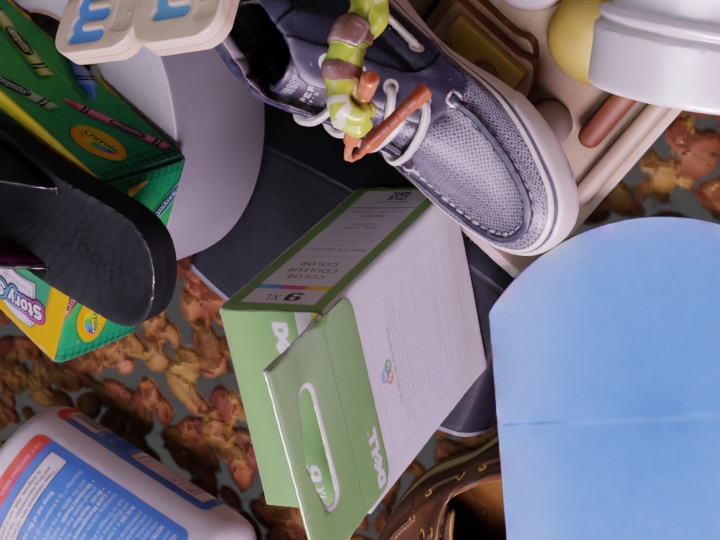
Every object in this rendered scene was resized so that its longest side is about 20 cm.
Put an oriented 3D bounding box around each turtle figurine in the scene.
[{"bbox_3d":[0.010,-0.153,0.695,0.064,0.161,0.201,22,86,14],"label":"turtle figurine"}]

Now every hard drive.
[{"bbox_3d":[0.000,0.000,0.929,0.199,0.042,0.135,31,127,14],"label":"hard drive"}]

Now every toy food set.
[{"bbox_3d":[0.082,-0.104,0.811,0.143,0.060,0.200,43,129,5],"label":"toy food set"}]

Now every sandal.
[{"bbox_3d":[-0.172,-0.029,0.814,0.200,0.048,0.076,22,121,34],"label":"sandal"}]

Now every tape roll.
[{"bbox_3d":[-0.144,-0.095,0.926,0.200,0.066,0.201,19,120,38],"label":"tape roll"}]

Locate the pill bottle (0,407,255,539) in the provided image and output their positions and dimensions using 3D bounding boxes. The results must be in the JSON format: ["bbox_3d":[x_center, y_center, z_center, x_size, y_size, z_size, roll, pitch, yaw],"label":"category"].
[{"bbox_3d":[-0.135,0.179,1.054,0.199,0.112,0.113,31,127,16],"label":"pill bottle"}]

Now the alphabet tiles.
[{"bbox_3d":[-0.080,-0.189,0.803,0.195,0.201,0.015,-2,155,34],"label":"alphabet tiles"}]

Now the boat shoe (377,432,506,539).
[{"bbox_3d":[0.061,0.143,0.951,0.072,0.068,0.200,47,129,2],"label":"boat shoe"}]

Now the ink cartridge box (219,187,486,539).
[{"bbox_3d":[-0.010,0.045,0.803,0.059,0.200,0.104,0,115,28],"label":"ink cartridge box"}]

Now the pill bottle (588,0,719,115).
[{"bbox_3d":[0.149,-0.167,0.670,0.119,0.120,0.201,14,106,25],"label":"pill bottle"}]

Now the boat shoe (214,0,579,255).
[{"bbox_3d":[0.007,-0.075,0.792,0.200,0.093,0.075,47,130,17],"label":"boat shoe"}]

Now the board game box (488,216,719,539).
[{"bbox_3d":[0.149,0.072,0.860,0.157,0.039,0.201,-4,96,10],"label":"board game box"}]

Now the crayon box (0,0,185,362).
[{"bbox_3d":[-0.187,-0.062,0.891,0.200,0.058,0.119,41,131,24],"label":"crayon box"}]
